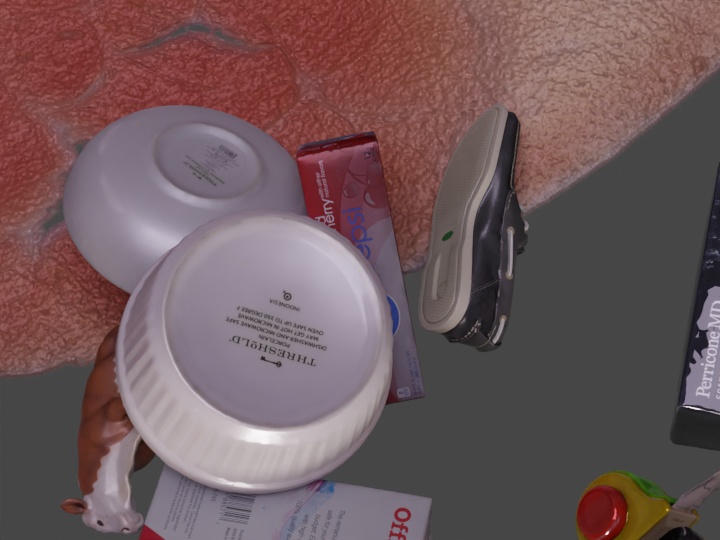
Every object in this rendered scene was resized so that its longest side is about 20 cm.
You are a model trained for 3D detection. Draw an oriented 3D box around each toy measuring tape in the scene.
[{"bbox_3d":[0.218,0.158,1.549,0.200,0.074,0.074,-47,72,25],"label":"toy measuring tape"}]

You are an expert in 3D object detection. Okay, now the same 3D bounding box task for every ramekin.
[{"bbox_3d":[-0.068,0.049,1.482,0.202,0.094,0.203,4,69,-11],"label":"ramekin"}]

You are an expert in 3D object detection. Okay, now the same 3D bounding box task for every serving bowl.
[{"bbox_3d":[-0.124,-0.061,1.622,0.200,0.066,0.200,11,44,-11],"label":"serving bowl"}]

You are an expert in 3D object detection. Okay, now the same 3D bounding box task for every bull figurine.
[{"bbox_3d":[-0.169,0.101,1.579,0.065,0.121,0.200,28,34,-25],"label":"bull figurine"}]

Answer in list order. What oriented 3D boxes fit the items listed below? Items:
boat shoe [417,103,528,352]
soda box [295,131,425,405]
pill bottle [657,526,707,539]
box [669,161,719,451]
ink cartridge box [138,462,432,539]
[{"bbox_3d":[0.097,-0.034,1.655,0.068,0.072,0.200,23,65,-26],"label":"boat shoe"},{"bbox_3d":[0.000,0.000,1.598,0.063,0.070,0.200,-11,100,1],"label":"soda box"},{"bbox_3d":[0.273,0.282,1.497,0.200,0.112,0.112,37,79,-2],"label":"pill bottle"},{"bbox_3d":[0.345,0.041,1.574,0.200,0.117,0.197,10,74,9],"label":"box"},{"bbox_3d":[-0.057,0.242,1.509,0.200,0.145,0.145,9,45,8],"label":"ink cartridge box"}]
